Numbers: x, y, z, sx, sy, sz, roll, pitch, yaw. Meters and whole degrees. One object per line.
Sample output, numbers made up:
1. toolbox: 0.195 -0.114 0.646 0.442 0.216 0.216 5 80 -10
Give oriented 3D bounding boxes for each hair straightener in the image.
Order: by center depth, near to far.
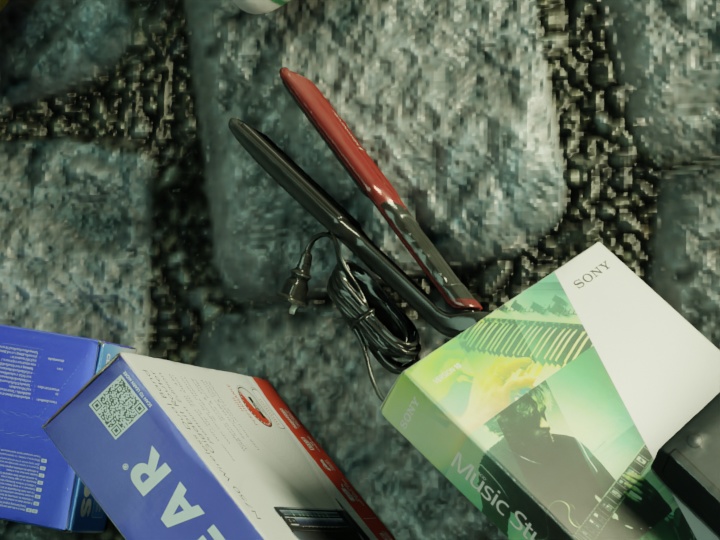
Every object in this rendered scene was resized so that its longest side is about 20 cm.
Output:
1. hair straightener: 0.000 0.000 1.046 0.077 0.041 0.200 -41 78 9

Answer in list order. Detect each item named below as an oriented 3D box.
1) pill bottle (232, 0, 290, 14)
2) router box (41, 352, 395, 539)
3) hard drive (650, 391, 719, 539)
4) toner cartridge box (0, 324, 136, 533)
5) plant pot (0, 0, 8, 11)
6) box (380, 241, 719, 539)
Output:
1. pill bottle: 0.007 -0.214 1.027 0.200 0.113 0.113 -29 75 11
2. router box: -0.028 0.132 0.958 0.049 0.179 0.200 -43 74 9
3. hard drive: 0.240 0.063 0.915 0.200 0.033 0.140 -40 71 -19
4. toner cartridge box: -0.217 0.069 1.098 0.200 0.043 0.095 9 87 19
5. plant pot: -0.252 -0.162 1.078 0.142 0.200 0.200 -22 76 -12
6. box: 0.126 0.088 0.942 0.200 0.144 0.036 42 137 18
